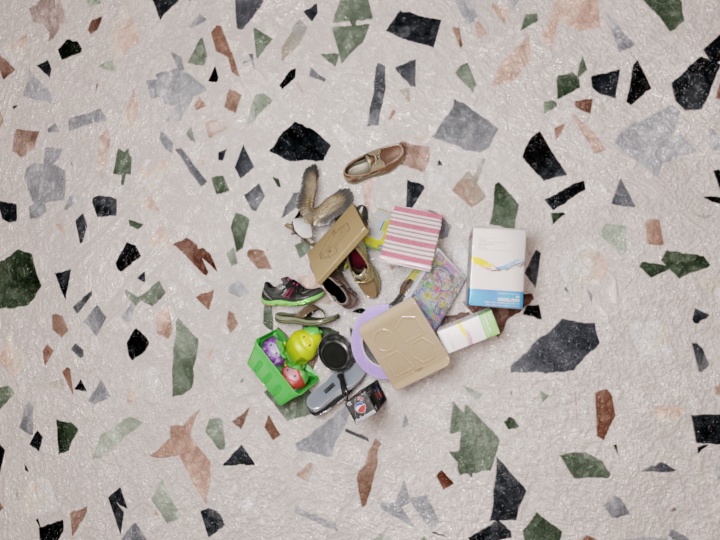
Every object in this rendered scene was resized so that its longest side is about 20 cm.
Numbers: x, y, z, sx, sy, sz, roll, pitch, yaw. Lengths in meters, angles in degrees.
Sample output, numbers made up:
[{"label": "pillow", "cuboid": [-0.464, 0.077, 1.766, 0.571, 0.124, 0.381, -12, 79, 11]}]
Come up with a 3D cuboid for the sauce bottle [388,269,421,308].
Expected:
[{"label": "sauce bottle", "cuboid": [0.151, 0.039, 1.564, 0.064, 0.065, 0.200, 39, 66, 10]}]

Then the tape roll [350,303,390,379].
[{"label": "tape roll", "cuboid": [0.074, 0.197, 1.603, 0.193, 0.085, 0.207, -1, 86, 11]}]

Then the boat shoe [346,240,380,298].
[{"label": "boat shoe", "cuboid": [0.000, 0.000, 1.596, 0.072, 0.067, 0.204, -13, 116, 23]}]

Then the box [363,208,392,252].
[{"label": "box", "cuboid": [0.118, -0.094, 1.599, 0.195, 0.049, 0.119, 18, 54, 13]}]

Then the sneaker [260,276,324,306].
[{"label": "sneaker", "cuboid": [-0.202, 0.061, 1.669, 0.193, 0.077, 0.087, -1, 90, 10]}]

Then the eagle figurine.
[{"label": "eagle figurine", "cuboid": [-0.132, -0.184, 1.643, 0.151, 0.151, 0.202, 43, 101, 30]}]

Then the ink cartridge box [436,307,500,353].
[{"label": "ink cartridge box", "cuboid": [0.272, 0.169, 1.546, 0.195, 0.117, 0.069, -23, 87, 9]}]

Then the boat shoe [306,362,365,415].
[{"label": "boat shoe", "cuboid": [-0.064, 0.344, 1.628, 0.198, 0.069, 0.073, -39, 55, -20]}]

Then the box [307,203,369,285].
[{"label": "box", "cuboid": [-0.064, -0.075, 1.566, 0.021, 0.165, 0.200, 37, 104, -29]}]

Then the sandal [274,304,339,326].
[{"label": "sandal", "cuboid": [-0.158, 0.126, 1.654, 0.194, 0.080, 0.059, 3, 92, 12]}]

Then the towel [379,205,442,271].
[{"label": "towel", "cuboid": [0.140, -0.087, 1.548, 0.142, 0.030, 0.204, 11, 55, 10]}]

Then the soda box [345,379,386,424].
[{"label": "soda box", "cuboid": [0.018, 0.355, 1.547, 0.070, 0.200, 0.064, -32, 82, 8]}]

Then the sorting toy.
[{"label": "sorting toy", "cuboid": [0.116, 0.193, 1.503, 0.182, 0.036, 0.203, -29, 96, 22]}]

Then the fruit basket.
[{"label": "fruit basket", "cuboid": [-0.197, 0.248, 1.634, 0.209, 0.155, 0.223, 5, 101, 23]}]

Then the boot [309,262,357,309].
[{"label": "boot", "cuboid": [-0.084, 0.031, 1.610, 0.198, 0.146, 0.071, 39, 95, 10]}]

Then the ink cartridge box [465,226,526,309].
[{"label": "ink cartridge box", "cuboid": [0.358, -0.005, 1.520, 0.140, 0.147, 0.207, 3, 88, 8]}]

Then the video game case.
[{"label": "video game case", "cuboid": [0.197, 0.063, 1.549, 0.143, 0.018, 0.203, 40, 76, -31]}]

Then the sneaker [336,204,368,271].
[{"label": "sneaker", "cuboid": [-0.046, -0.104, 1.646, 0.083, 0.074, 0.204, 24, 85, 24]}]

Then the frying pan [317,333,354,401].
[{"label": "frying pan", "cuboid": [-0.051, 0.268, 1.621, 0.113, 0.031, 0.193, -22, 70, -33]}]

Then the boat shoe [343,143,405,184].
[{"label": "boat shoe", "cuboid": [0.039, -0.308, 1.639, 0.196, 0.072, 0.078, -27, 83, 9]}]
